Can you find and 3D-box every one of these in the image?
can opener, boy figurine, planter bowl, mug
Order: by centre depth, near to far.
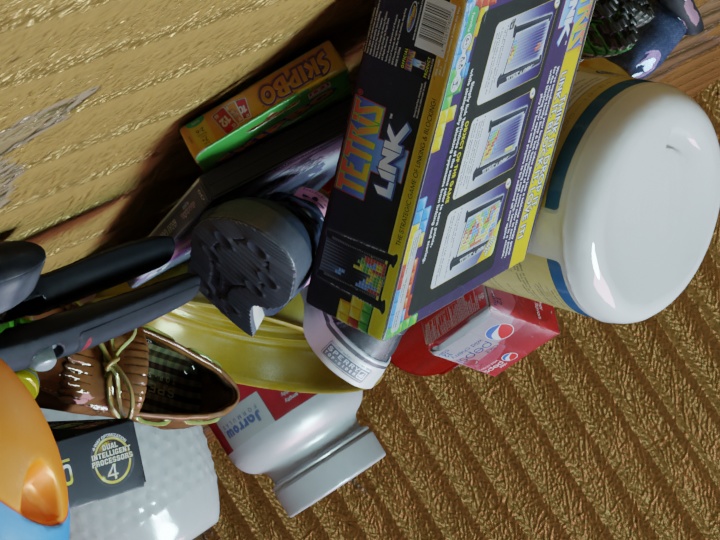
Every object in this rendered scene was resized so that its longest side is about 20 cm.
[{"bbox_3d":[-0.162,0.021,1.450,0.199,0.064,0.079,-10,160,-48],"label":"can opener"},{"bbox_3d":[-0.076,0.011,1.723,0.199,0.084,0.200,11,165,3],"label":"planter bowl"},{"bbox_3d":[-0.177,0.122,1.870,0.147,0.176,0.200,-33,176,8],"label":"mug"},{"bbox_3d":[0.145,-0.131,1.877,0.200,0.124,0.065,-43,140,-9],"label":"boy figurine"}]

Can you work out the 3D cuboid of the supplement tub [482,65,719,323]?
[{"bbox_3d":[0.102,-0.058,1.621,0.199,0.146,0.144,17,-147,39],"label":"supplement tub"}]

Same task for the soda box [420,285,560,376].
[{"bbox_3d":[0.070,-0.035,1.769,0.070,0.201,0.063,20,138,-40],"label":"soda box"}]

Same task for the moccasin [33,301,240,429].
[{"bbox_3d":[-0.155,0.063,1.668,0.077,0.074,0.201,-4,159,39],"label":"moccasin"}]

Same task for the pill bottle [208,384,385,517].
[{"bbox_3d":[-0.070,0.073,1.943,0.112,0.201,0.112,-33,175,-3],"label":"pill bottle"}]

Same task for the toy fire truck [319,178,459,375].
[{"bbox_3d":[0.022,-0.012,1.840,0.200,0.177,0.129,-27,174,-47],"label":"toy fire truck"}]

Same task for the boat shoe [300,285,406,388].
[{"bbox_3d":[0.000,0.000,1.600,0.068,0.072,0.200,-49,-165,13],"label":"boat shoe"}]

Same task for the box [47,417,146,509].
[{"bbox_3d":[-0.253,0.130,1.629,0.161,0.049,0.199,-16,-173,-40],"label":"box"}]

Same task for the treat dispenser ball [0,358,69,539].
[{"bbox_3d":[-0.232,0.115,1.221,0.200,0.201,0.201,-33,176,-3],"label":"treat dispenser ball"}]

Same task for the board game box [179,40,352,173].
[{"bbox_3d":[-0.049,-0.084,1.505,0.095,0.030,0.200,-31,178,-1],"label":"board game box"}]

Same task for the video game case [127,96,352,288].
[{"bbox_3d":[-0.057,-0.051,1.565,0.142,0.019,0.200,-29,177,-22],"label":"video game case"}]

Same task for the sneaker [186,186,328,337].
[{"bbox_3d":[-0.048,-0.022,1.500,0.082,0.070,0.200,-46,-178,-14],"label":"sneaker"}]

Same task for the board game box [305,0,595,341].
[{"bbox_3d":[0.053,-0.082,1.442,0.165,0.056,0.201,-28,138,-55],"label":"board game box"}]

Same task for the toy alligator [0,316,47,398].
[{"bbox_3d":[-0.249,0.062,1.551,0.199,0.060,0.054,-26,135,17],"label":"toy alligator"}]

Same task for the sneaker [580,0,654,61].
[{"bbox_3d":[0.128,-0.155,1.690,0.085,0.078,0.200,-34,176,17],"label":"sneaker"}]
